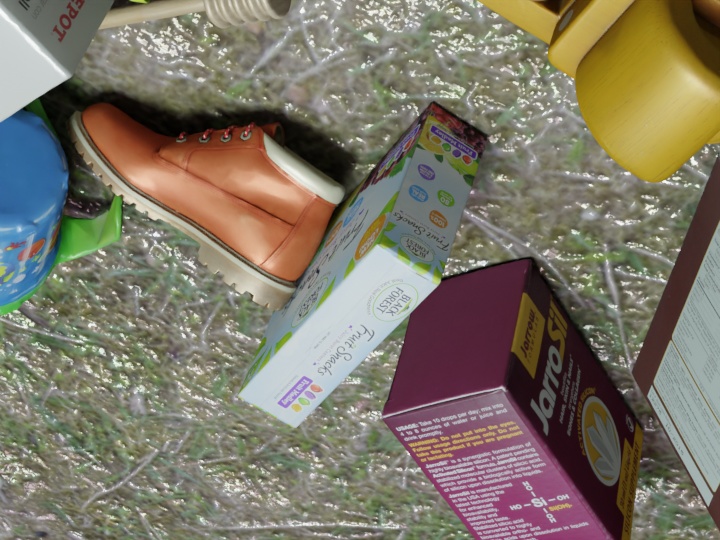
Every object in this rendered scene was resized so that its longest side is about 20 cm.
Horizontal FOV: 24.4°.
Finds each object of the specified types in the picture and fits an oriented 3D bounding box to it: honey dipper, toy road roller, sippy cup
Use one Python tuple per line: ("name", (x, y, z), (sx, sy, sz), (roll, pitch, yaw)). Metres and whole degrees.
("honey dipper", (-0.139, -0.166, 1.078), (0.199, 0.038, 0.038), (-6, 132, 27))
("toy road roller", (0.150, -0.143, 0.916), (0.200, 0.146, 0.123), (30, 136, -12))
("sippy cup", (-0.261, -0.049, 1.146), (0.140, 0.178, 0.130), (57, 151, 4))

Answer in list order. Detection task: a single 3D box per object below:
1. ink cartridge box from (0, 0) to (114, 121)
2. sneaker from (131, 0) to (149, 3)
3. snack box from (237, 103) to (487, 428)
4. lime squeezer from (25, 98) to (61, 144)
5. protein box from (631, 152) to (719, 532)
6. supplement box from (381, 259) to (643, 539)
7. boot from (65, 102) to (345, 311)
("ink cartridge box", (-0.242, -0.208, 0.991), (0.087, 0.146, 0.200), (-22, 123, 34))
("sneaker", (-0.123, -0.243, 0.958), (0.071, 0.083, 0.200), (9, 136, 10))
("snack box", (0.000, 0.000, 1.120), (0.053, 0.142, 0.200), (30, 136, -12))
("lime squeezer", (-0.249, -0.146, 1.121), (0.071, 0.038, 0.200), (14, 145, 45))
("protein box", (0.298, 0.030, 0.989), (0.198, 0.135, 0.200), (-10, 141, -19))
("supplement box", (0.116, 0.112, 1.204), (0.103, 0.131, 0.200), (-16, 128, 30))
("boot", (-0.106, -0.072, 1.145), (0.200, 0.075, 0.107), (35, 100, 7))
